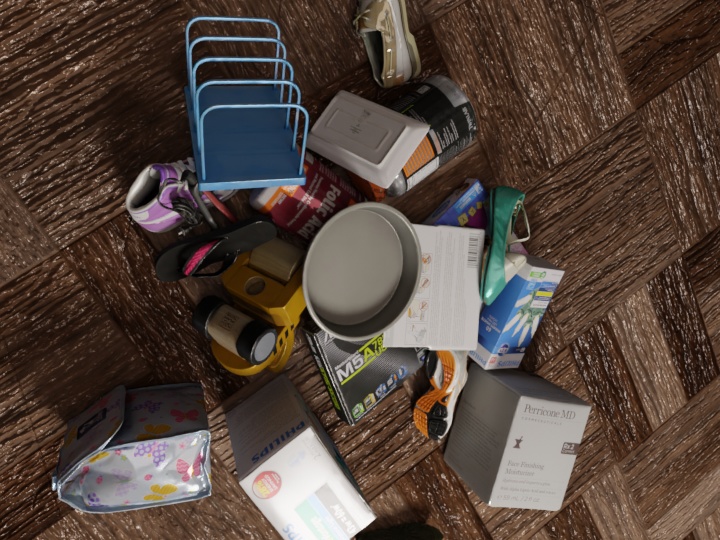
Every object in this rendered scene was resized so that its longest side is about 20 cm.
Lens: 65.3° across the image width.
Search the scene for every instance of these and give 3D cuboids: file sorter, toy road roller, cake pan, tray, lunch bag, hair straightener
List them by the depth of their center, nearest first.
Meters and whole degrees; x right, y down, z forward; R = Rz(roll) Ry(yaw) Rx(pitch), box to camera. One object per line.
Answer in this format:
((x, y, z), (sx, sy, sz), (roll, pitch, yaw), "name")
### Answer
((-0.153, -0.220, 0.729), (0.137, 0.202, 0.123), (-6, 144, -18), "file sorter")
((-0.219, -0.071, 0.775), (0.077, 0.200, 0.041), (-40, 69, -6), "hair straightener")
((-0.318, 0.243, 0.797), (0.197, 0.169, 0.129), (-3, 104, -18), "lunch bag")
((0.000, 0.000, 0.811), (0.198, 0.037, 0.204), (-9, 108, -29), "cake pan")
((-0.002, -0.200, 0.813), (0.108, 0.199, 0.022), (-54, 141, -2), "tray")
((-0.144, 0.063, 0.851), (0.201, 0.122, 0.147), (-56, 154, -23), "toy road roller")

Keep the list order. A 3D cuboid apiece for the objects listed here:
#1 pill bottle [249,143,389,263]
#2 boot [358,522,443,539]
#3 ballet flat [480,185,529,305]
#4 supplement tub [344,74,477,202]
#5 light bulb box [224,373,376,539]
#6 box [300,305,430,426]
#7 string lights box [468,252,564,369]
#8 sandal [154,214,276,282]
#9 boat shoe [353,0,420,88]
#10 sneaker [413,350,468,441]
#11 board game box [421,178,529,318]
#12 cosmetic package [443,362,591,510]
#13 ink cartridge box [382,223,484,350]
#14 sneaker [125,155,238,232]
((-0.058, -0.091, 0.851), (0.199, 0.114, 0.115), (34, 89, -22), "pill bottle")
((0.071, 0.592, 1.071), (0.172, 0.066, 0.204), (-1, 101, -7), "boot")
((0.242, -0.042, 0.927), (0.069, 0.067, 0.204), (4, 82, 23), "ballet flat")
((0.073, -0.199, 0.873), (0.199, 0.122, 0.123), (-36, 111, -10), "supplement tub")
((-0.099, 0.301, 0.872), (0.124, 0.200, 0.200), (-35, 111, -9), "light bulb box")
((0.018, 0.119, 0.919), (0.199, 0.047, 0.195), (-34, 124, -27), "box")
((0.273, 0.074, 1.001), (0.102, 0.059, 0.203), (5, 113, -39), "string lights box")
((-0.209, -0.021, 0.798), (0.197, 0.046, 0.075), (-21, 154, 14), "sandal")
((0.027, -0.378, 0.845), (0.068, 0.075, 0.202), (-31, 111, -17), "boat shoe")
((0.157, 0.216, 1.014), (0.091, 0.075, 0.203), (-21, 130, -46), "sneaker")
((0.183, -0.020, 0.993), (0.200, 0.041, 0.200), (-44, 112, -6), "board game box")
((0.280, 0.298, 1.028), (0.163, 0.165, 0.203), (12, 97, -22), "cosmetic package")
((0.115, 0.027, 0.919), (0.171, 0.043, 0.204), (4, 91, -19), "ink cartridge box")
((-0.230, -0.130, 0.775), (0.200, 0.114, 0.073), (-41, 82, -9), "sneaker")
